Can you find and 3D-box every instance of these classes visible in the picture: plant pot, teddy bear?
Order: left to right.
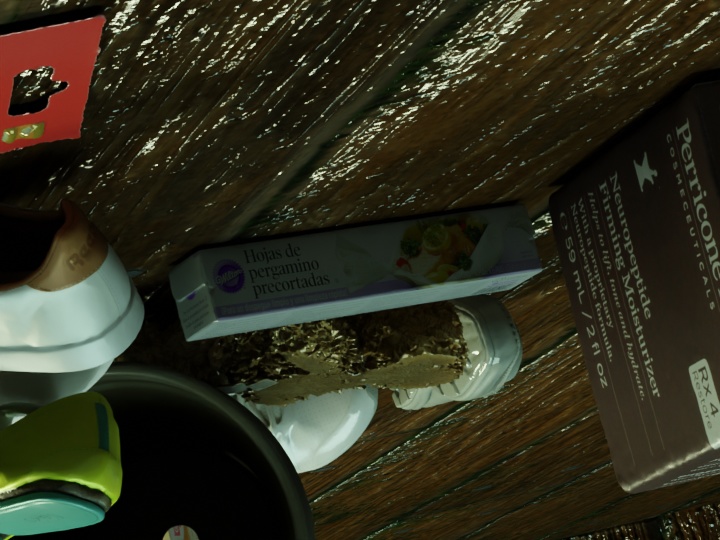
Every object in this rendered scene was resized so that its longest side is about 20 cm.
[{"bbox_3d":[-0.113,0.150,1.618,0.199,0.201,0.174,-16,176,6],"label":"plant pot"},{"bbox_3d":[-0.043,0.034,1.637,0.199,0.067,0.145,-11,162,20],"label":"teddy bear"}]

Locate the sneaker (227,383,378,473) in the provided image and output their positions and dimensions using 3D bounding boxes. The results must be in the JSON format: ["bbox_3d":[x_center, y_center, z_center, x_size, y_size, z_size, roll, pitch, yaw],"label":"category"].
[{"bbox_3d":[-0.083,0.098,1.872,0.199,0.071,0.080,-18,166,22],"label":"sneaker"}]

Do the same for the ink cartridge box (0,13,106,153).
[{"bbox_3d":[-0.190,-0.031,1.095,0.199,0.050,0.161,-10,169,-11],"label":"ink cartridge box"}]

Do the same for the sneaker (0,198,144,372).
[{"bbox_3d":[-0.195,0.001,1.264,0.199,0.073,0.085,-8,134,15],"label":"sneaker"}]

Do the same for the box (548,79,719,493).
[{"bbox_3d":[0.216,0.000,1.491,0.163,0.167,0.200,-10,168,-20],"label":"box"}]

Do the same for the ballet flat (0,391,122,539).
[{"bbox_3d":[-0.183,0.101,1.437,0.067,0.067,0.199,23,150,-39],"label":"ballet flat"}]

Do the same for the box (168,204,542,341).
[{"bbox_3d":[0.000,0.000,1.544,0.199,0.039,0.041,-9,167,-29],"label":"box"}]

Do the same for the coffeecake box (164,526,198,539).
[{"bbox_3d":[-0.167,0.188,2.216,0.153,0.074,0.200,-18,169,20],"label":"coffeecake box"}]

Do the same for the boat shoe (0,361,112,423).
[{"bbox_3d":[-0.168,0.042,1.479,0.068,0.072,0.200,-40,180,-44],"label":"boat shoe"}]

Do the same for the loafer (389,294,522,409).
[{"bbox_3d":[0.065,0.043,1.804,0.069,0.070,0.200,-17,178,-14],"label":"loafer"}]
